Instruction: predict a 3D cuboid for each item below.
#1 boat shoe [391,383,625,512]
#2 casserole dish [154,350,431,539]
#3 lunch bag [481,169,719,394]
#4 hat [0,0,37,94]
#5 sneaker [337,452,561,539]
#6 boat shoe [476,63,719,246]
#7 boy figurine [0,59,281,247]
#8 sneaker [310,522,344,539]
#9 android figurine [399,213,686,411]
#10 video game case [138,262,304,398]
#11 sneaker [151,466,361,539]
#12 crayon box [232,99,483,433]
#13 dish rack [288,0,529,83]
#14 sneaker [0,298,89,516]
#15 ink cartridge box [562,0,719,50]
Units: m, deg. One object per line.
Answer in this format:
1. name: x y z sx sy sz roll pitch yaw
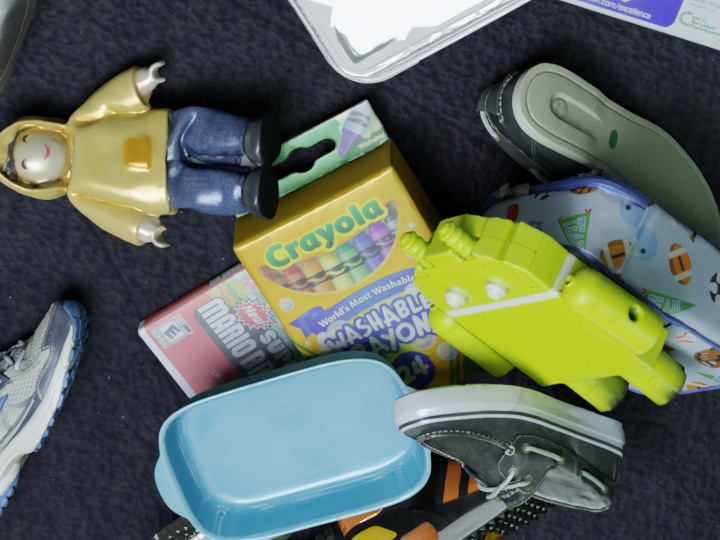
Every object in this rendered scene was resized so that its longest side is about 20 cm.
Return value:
1. boat shoe: 0.106 0.123 1.714 0.200 0.071 0.072 13 157 -36
2. casserole dish: -0.044 0.117 1.756 0.199 0.039 0.121 -16 117 10
3. lunch bag: 0.167 0.009 1.712 0.200 0.076 0.160 36 156 -26
4. hat: -0.306 -0.182 1.659 0.200 0.081 0.201 -3 113 -6
5. sneaker: 0.074 0.149 1.807 0.200 0.090 0.070 -32 159 -22
6. boat shoe: 0.165 -0.069 1.730 0.200 0.072 0.068 35 150 -23
7. boy figurine: -0.153 -0.080 1.706 0.199 0.064 0.125 5 92 13
8. sneaker: 0.015 0.220 1.880 0.200 0.076 0.088 -26 144 5
9. android figurine: 0.114 0.027 1.654 0.200 0.041 0.182 36 156 -25
10. video game case: -0.036 0.044 1.806 0.200 0.017 0.143 -31 113 15
11. sneaker: -0.071 0.171 1.845 0.200 0.089 0.077 -37 80 10
12. crayon box: 0.000 0.000 1.744 0.125 0.052 0.200 -27 113 13
13. dish rack: 0.027 -0.219 1.632 0.200 0.044 0.172 -27 106 22
14. sneaker: -0.260 0.096 1.805 0.085 0.077 0.200 28 114 -9
15. ink cartridge box: 0.232 -0.244 1.639 0.197 0.043 0.200 17 119 -7
